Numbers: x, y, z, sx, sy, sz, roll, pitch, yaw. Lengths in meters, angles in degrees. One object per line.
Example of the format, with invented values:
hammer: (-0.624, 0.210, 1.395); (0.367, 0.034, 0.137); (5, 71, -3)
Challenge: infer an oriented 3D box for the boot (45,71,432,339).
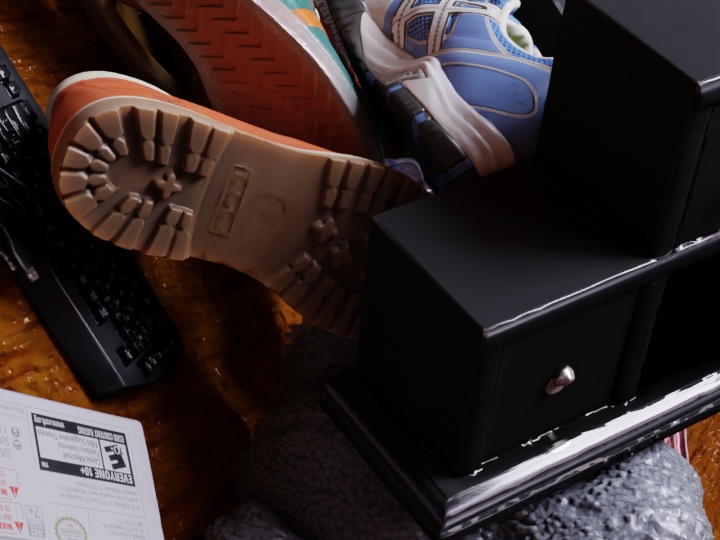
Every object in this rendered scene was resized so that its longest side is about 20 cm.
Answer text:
boot: (-0.045, -0.034, 0.676); (0.200, 0.075, 0.107); (23, 9, -27)

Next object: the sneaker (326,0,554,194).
sneaker: (0.041, -0.093, 0.716); (0.076, 0.077, 0.200); (62, -3, -37)

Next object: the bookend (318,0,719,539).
bookend: (0.096, -0.022, 0.607); (0.199, 0.200, 0.092); (-20, 47, -27)

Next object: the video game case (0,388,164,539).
video game case: (-0.134, 0.122, 0.489); (0.200, 0.045, 0.181); (23, 45, -52)

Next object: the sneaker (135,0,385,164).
sneaker: (-0.048, -0.124, 0.721); (0.200, 0.071, 0.080); (52, 40, -17)

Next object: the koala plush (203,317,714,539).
koala plush: (0.034, 0.114, 0.689); (0.200, 0.184, 0.177); (30, 56, -4)

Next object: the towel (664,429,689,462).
towel: (0.195, 0.110, 0.990); (0.200, 0.023, 0.144); (68, 27, -72)

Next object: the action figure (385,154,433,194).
action figure: (0.037, -0.046, 0.943); (0.130, 0.069, 0.200); (58, 23, 2)

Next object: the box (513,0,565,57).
box: (0.080, -0.199, 0.889); (0.164, 0.086, 0.200); (39, 42, -58)

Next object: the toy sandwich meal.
toy sandwich meal: (-0.082, -0.160, 0.826); (0.205, 0.070, 0.205); (43, 32, -36)

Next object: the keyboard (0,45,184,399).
keyboard: (-0.135, -0.038, 0.648); (0.200, 0.040, 0.104); (58, 26, -8)

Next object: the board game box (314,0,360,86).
board game box: (0.001, -0.169, 0.886); (0.103, 0.019, 0.200); (60, 20, -26)
